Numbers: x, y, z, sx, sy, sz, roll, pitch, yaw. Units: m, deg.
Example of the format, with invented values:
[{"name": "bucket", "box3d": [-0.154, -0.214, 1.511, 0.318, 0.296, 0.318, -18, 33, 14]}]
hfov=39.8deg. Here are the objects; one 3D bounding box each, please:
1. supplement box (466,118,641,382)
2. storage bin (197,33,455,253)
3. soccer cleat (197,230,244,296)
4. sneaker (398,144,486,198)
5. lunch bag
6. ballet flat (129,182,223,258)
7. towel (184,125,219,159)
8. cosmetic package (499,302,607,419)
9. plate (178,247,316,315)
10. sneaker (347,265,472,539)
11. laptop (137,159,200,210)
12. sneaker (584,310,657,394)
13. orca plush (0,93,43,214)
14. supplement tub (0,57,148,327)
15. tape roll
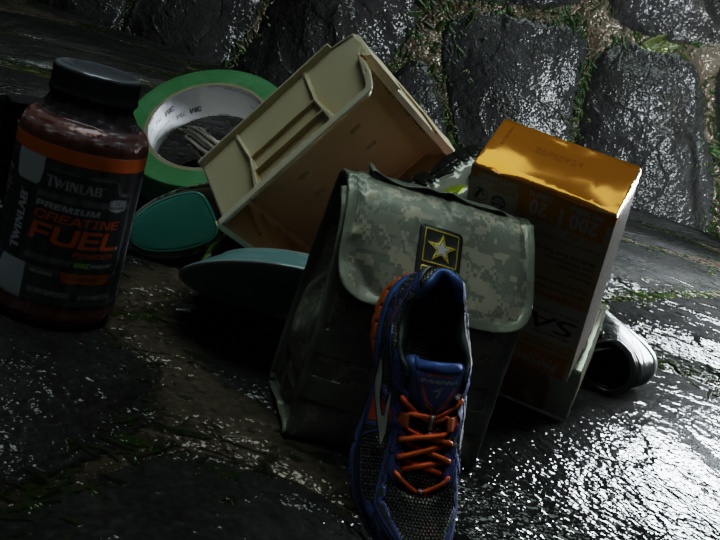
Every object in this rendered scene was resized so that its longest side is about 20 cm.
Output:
[{"name": "supplement box", "box3d": [0.152, -0.013, 0.859, 0.124, 0.202, 0.074, 22, 47, 18]}, {"name": "storage bin", "box3d": [-0.017, -0.087, 0.957, 0.200, 0.198, 0.094, 39, 16, -47]}, {"name": "soccer cleat", "box3d": [-0.101, -0.002, 1.019, 0.081, 0.068, 0.199, 35, 18, 15]}, {"name": "sneaker", "box3d": [0.059, -0.038, 0.909, 0.197, 0.086, 0.077, -24, 41, -15]}, {"name": "lunch bag", "box3d": [0.035, 0.032, 0.770, 0.161, 0.203, 0.118, 13, 14, -17]}, {"name": "ballet flat", "box3d": [-0.149, -0.064, 1.058, 0.197, 0.075, 0.074, -19, 16, 2]}, {"name": "towel", "box3d": [-0.140, -0.109, 1.269, 0.132, 0.035, 0.200, 38, -1, 29]}, {"name": "cosmetic package", "box3d": [0.132, 0.054, 0.985, 0.197, 0.072, 0.106, 22, 47, 16]}, {"name": "plate", "box3d": [-0.064, 0.011, 0.894, 0.196, 0.026, 0.200, 8, -15, 2]}, {"name": "sneaker", "box3d": [0.036, 0.086, 0.639, 0.074, 0.204, 0.079, 6, -23, -13]}, {"name": "laptop", "box3d": [-0.172, -0.047, 1.202, 0.198, 0.118, 0.187, -25, 35, -25]}, {"name": "sneaker", "box3d": [0.237, 0.063, 1.103, 0.199, 0.071, 0.099, 38, 18, 16]}, {"name": "orca plush", "box3d": [-0.276, -0.068, 0.891, 0.104, 0.202, 0.071, -19, 56, -25]}, {"name": "supplement tub", "box3d": [-0.233, -0.065, 0.808, 0.105, 0.203, 0.107, 15, 15, -4]}, {"name": "tape roll", "box3d": [-0.175, -0.152, 1.155, 0.196, 0.049, 0.203, -2, 50, 2]}]
